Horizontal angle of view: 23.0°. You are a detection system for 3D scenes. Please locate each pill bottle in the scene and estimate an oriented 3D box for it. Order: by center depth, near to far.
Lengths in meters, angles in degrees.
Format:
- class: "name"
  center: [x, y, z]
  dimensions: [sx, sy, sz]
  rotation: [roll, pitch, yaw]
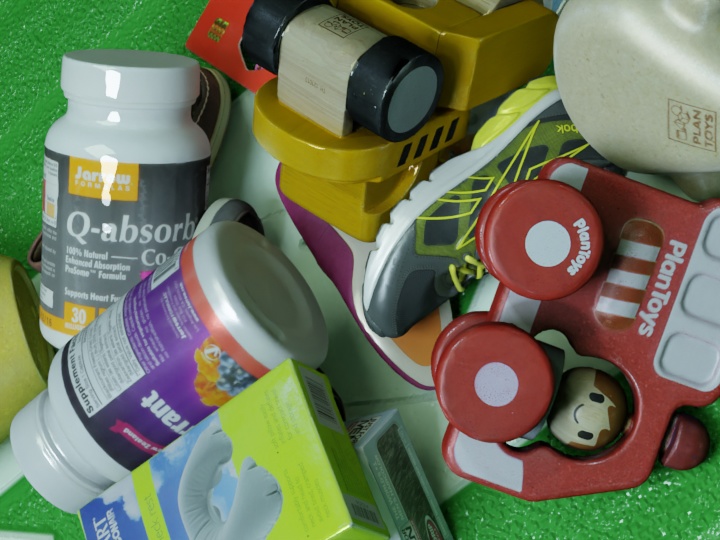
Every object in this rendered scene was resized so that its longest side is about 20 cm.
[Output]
- class: "pill bottle"
  center: [-0.126, 0.068, 1.122]
  dimensions: [0.200, 0.111, 0.112]
  rotation: [-38, 57, 22]
- class: "pill bottle"
  center: [-0.163, -0.047, 1.225]
  dimensions: [0.116, 0.116, 0.201]
  rotation: [15, 108, 37]

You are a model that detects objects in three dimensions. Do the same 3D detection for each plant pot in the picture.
- class: "plant pot"
  center: [-0.307, 0.059, 1.305]
  dimensions: [0.141, 0.200, 0.201]
  rotation: [-17, 63, 0]

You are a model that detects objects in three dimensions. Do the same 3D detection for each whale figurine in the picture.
- class: "whale figurine"
  center: [0.210, -0.113, 1.022]
  dimensions: [0.199, 0.160, 0.104]
  rotation: [23, 49, 35]

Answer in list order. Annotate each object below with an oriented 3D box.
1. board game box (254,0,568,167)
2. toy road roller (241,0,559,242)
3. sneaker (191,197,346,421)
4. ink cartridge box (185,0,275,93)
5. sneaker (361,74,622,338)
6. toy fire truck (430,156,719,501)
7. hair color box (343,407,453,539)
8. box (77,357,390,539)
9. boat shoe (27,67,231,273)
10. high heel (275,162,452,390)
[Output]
- class: "board game box"
  center: [0.037, -0.177, 1.219]
  dimensions: [0.200, 0.026, 0.201]
  rotation: [36, 98, 37]
- class: "toy road roller"
  center: [0.019, -0.111, 1.111]
  dimensions: [0.123, 0.200, 0.147]
  rotation: [32, 132, 30]
- class: "sneaker"
  center: [-0.059, 0.049, 1.193]
  dimensions: [0.106, 0.075, 0.201]
  rotation: [-2, 83, 30]
- class: "ink cartridge box"
  center: [-0.055, -0.216, 1.257]
  dimensions: [0.174, 0.043, 0.200]
  rotation: [-58, 38, 4]
- class: "sneaker"
  center: [0.082, -0.031, 1.091]
  dimensions: [0.085, 0.074, 0.200]
  rotation: [39, 86, 25]
- class: "toy fire truck"
  center: [0.134, 0.039, 1.012]
  dimensions: [0.167, 0.112, 0.201]
  rotation: [19, 92, 0]
- class: "hair color box"
  center: [-0.051, 0.164, 1.124]
  dimensions: [0.199, 0.061, 0.100]
  rotation: [-17, 102, 31]
- class: "box"
  center: [-0.087, 0.157, 1.056]
  dimensions: [0.200, 0.048, 0.122]
  rotation: [-37, 54, 18]
- class: "boat shoe"
  center: [-0.174, -0.071, 1.304]
  dimensions: [0.200, 0.072, 0.072]
  rotation: [-49, 51, 14]
- class: "high heel"
  center: [0.000, 0.000, 1.185]
  dimensions: [0.067, 0.096, 0.201]
  rotation: [-28, 76, -18]
